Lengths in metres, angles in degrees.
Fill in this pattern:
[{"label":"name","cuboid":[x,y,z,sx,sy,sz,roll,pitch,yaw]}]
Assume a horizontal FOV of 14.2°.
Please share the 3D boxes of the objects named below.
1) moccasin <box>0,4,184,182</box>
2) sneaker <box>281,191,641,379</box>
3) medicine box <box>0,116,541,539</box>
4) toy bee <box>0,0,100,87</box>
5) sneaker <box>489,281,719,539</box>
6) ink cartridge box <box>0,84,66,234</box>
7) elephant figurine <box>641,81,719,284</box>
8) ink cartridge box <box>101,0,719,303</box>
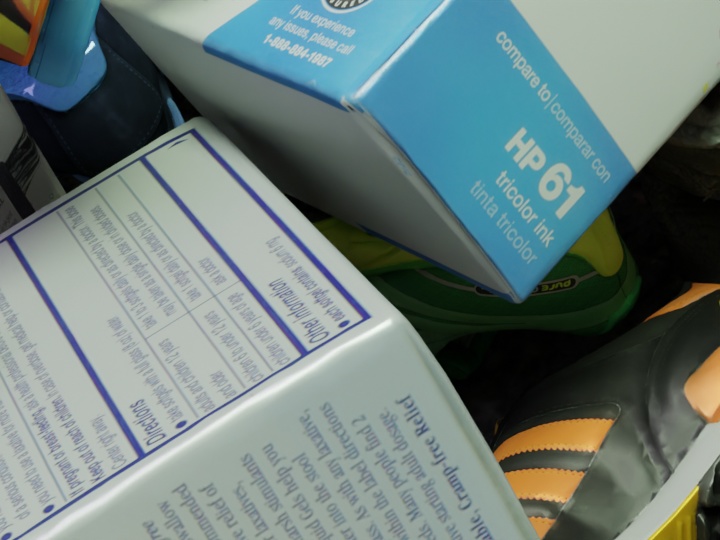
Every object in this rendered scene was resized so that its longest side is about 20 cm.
[{"label":"moccasin","cuboid":[-0.104,-0.058,0.958,0.080,0.068,0.200,-41,20,3]},{"label":"sneaker","cuboid":[0.000,0.000,0.855,0.200,0.084,0.074,0,47,51]},{"label":"medicine box","cuboid":[-0.076,0.073,0.713,0.200,0.103,0.182,-33,24,-5]},{"label":"toy bee","cuboid":[-0.081,-0.087,0.706,0.131,0.109,0.200,-1,55,-22]},{"label":"sneaker","cuboid":[0.052,0.076,0.767,0.200,0.070,0.090,-39,32,-15]},{"label":"ink cartridge box","cuboid":[-0.162,-0.012,0.850,0.145,0.200,0.084,12,55,34]},{"label":"elephant figurine","cuboid":[0.121,-0.053,0.815,0.200,0.142,0.155,-8,15,22]},{"label":"ink cartridge box","cuboid":[0.049,-0.105,0.767,0.200,0.085,0.144,-49,33,-9]}]
